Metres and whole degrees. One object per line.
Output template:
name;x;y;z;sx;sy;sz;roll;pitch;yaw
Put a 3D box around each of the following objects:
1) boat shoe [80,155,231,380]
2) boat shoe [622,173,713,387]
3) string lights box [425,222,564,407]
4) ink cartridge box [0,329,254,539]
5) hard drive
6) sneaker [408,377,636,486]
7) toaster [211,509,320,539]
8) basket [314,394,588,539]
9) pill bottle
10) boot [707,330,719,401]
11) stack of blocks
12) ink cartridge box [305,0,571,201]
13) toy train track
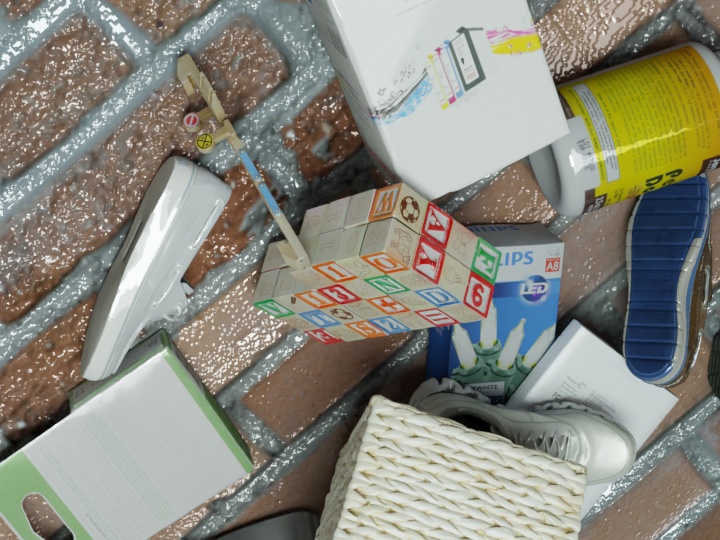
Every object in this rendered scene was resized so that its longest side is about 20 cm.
boat shoe;-0.168;0.006;1.246;0.068;0.072;0.202;23;94;-21
boat shoe;0.276;0.005;1.340;0.072;0.072;0.202;26;74;-53
string lights box;0.115;0.063;1.339;0.101;0.059;0.202;-4;112;-16
ink cartridge box;-0.211;0.166;1.302;0.199;0.048;0.146;-33;115;0
hard drive;0.175;0.157;1.348;0.131;0.027;0.201;34;97;-26
sneaker;0.136;0.145;1.273;0.197;0.081;0.076;10;96;0
toaster;-0.096;0.306;1.341;0.198;0.129;0.115;-20;114;-6
basket;0.063;0.224;1.206;0.198;0.199;0.162;19;67;-2
pill bottle;0.244;-0.124;1.274;0.198;0.109;0.110;-19;114;-6
boot;0.404;0.035;1.409;0.129;0.068;0.202;-4;119;-18
stack of blocks;0.000;0.000;1.205;0.115;0.199;0.059;32;62;-32
ink cartridge box;0.051;-0.182;1.181;0.143;0.147;0.202;-25;115;-4
toy train track;-0.100;-0.081;1.174;0.032;0.201;0.115;-30;160;-4
